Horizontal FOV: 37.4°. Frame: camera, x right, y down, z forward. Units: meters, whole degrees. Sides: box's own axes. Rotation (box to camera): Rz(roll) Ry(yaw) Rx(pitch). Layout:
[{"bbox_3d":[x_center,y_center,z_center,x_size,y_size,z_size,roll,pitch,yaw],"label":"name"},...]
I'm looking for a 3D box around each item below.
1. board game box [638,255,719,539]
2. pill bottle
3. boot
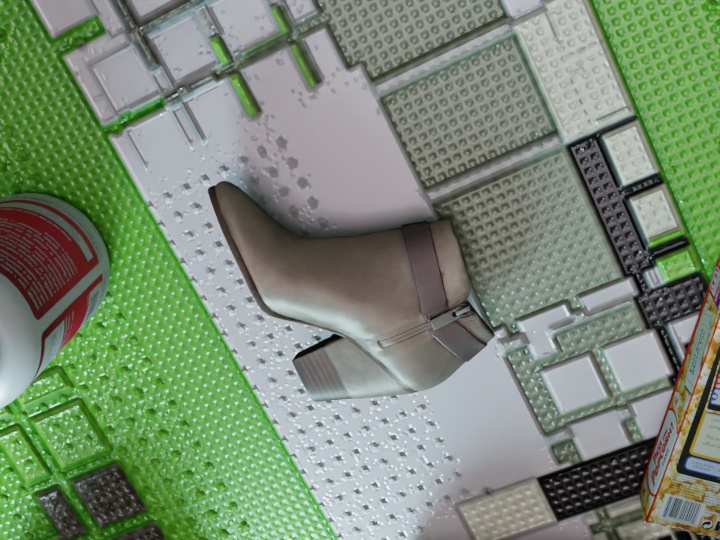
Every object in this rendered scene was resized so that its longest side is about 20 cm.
[{"bbox_3d":[0.301,0.103,0.753,0.151,0.046,0.200,14,112,3],"label":"board game box"},{"bbox_3d":[-0.255,0.027,0.721,0.112,0.200,0.113,3,111,7],"label":"pill bottle"},{"bbox_3d":[0.000,0.000,0.752,0.146,0.070,0.200,-25,107,10],"label":"boot"}]
